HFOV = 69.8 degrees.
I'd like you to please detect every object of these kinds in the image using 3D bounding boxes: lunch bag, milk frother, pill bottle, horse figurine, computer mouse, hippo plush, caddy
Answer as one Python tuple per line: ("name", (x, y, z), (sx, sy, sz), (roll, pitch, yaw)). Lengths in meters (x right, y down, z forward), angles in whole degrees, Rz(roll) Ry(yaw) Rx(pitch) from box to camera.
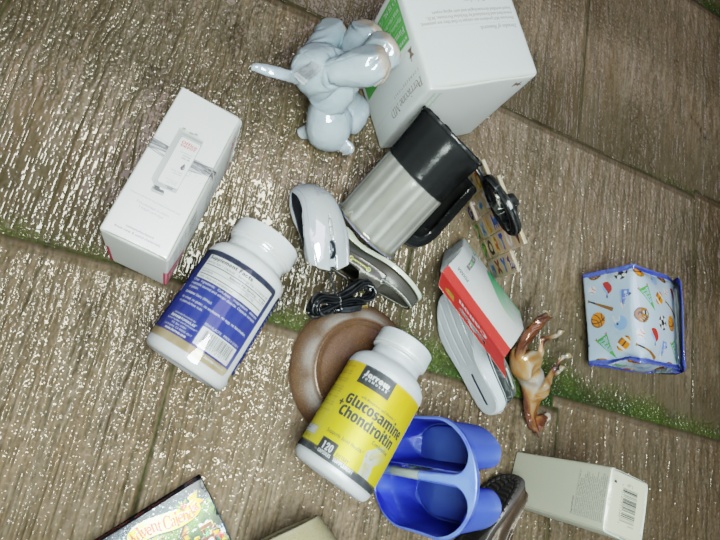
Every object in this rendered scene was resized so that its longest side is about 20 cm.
("lunch bag", (0.504, 0.093, 0.919), (0.197, 0.123, 0.174), (14, 73, -32))
("milk frother", (0.100, -0.087, 0.727), (0.179, 0.201, 0.188), (34, 110, -30))
("pill bottle", (-0.171, 0.038, 0.666), (0.115, 0.116, 0.202), (35, 68, -10))
("horse figurine", (0.286, 0.154, 0.832), (0.132, 0.050, 0.202), (-40, 124, -20))
("computer mouse", (-0.046, -0.038, 0.695), (0.108, 0.044, 0.204), (-6, 69, -34))
("pill bottle", (0.011, 0.178, 0.670), (0.111, 0.112, 0.202), (37, 68, -9))
("hippo plush", (-0.025, -0.249, 0.749), (0.157, 0.163, 0.201), (20, 51, 22))
("caddy", (0.092, 0.267, 0.681), (0.103, 0.198, 0.145), (16, 70, -34))

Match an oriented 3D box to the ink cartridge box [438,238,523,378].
("ink cartridge box", (0.184, 0.045, 0.773), (0.050, 0.200, 0.162), (-36, 95, 17))

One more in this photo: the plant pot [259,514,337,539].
("plant pot", (-0.057, 0.411, 0.609), (0.184, 0.188, 0.203), (-14, 70, -23))

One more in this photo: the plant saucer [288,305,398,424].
("plant saucer", (-0.005, 0.145, 0.751), (0.196, 0.037, 0.205), (5, 77, -21))

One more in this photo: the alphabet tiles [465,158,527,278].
("alphabet tiles", (0.204, -0.074, 0.797), (0.007, 0.200, 0.170), (-20, 86, -2))

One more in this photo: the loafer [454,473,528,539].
("loafer", (0.187, 0.395, 0.759), (0.071, 0.073, 0.201), (44, 73, -16))

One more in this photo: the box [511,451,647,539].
("box", (0.303, 0.321, 0.742), (0.067, 0.200, 0.084), (25, 71, -14))

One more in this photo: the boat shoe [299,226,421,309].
("boat shoe", (0.000, 0.000, 0.767), (0.200, 0.072, 0.061), (37, 66, -1))

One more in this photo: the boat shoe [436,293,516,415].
("boat shoe", (0.184, 0.124, 0.819), (0.070, 0.072, 0.204), (-22, 91, -40))

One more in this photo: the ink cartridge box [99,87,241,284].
("ink cartridge box", (-0.236, -0.100, 0.654), (0.082, 0.146, 0.203), (26, 69, -14))

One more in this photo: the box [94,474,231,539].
("box", (-0.249, 0.361, 0.605), (0.198, 0.038, 0.139), (-27, 89, -24))

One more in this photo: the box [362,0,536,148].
("box", (0.123, -0.323, 0.815), (0.196, 0.199, 0.175), (-16, 84, -22))
